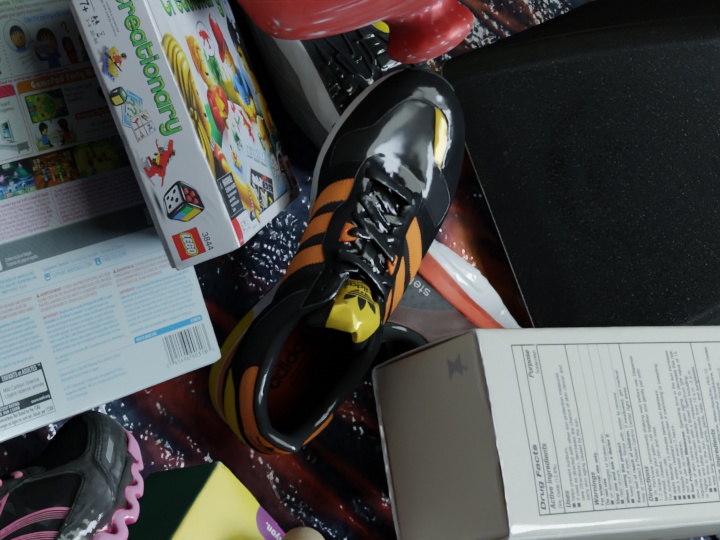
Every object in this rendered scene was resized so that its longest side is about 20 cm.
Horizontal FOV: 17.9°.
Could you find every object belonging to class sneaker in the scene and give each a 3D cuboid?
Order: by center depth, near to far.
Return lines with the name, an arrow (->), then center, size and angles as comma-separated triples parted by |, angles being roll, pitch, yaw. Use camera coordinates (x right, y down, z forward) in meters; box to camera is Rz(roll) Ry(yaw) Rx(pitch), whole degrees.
sneaker -> -0.167, 0.119, 0.958 | 0.095, 0.079, 0.200 | 45, 48, -13
sneaker -> 0.000, 0.000, 1.081 | 0.070, 0.090, 0.200 | 28, 93, -18
sneaker -> -0.030, -0.125, 1.171 | 0.074, 0.079, 0.200 | -25, 82, -25
sneaker -> 0.055, 0.058, 1.216 | 0.082, 0.077, 0.200 | -49, 127, -6

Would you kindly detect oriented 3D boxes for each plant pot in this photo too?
plant pot -> 0.196, -0.068, 1.289 | 0.200, 0.177, 0.200 | -28, 99, -54

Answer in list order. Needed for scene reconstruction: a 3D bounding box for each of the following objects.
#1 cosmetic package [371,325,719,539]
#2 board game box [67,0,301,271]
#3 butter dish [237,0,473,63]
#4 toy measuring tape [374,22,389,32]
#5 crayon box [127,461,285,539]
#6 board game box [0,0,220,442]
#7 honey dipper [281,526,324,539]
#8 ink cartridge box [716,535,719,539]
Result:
cosmetic package -> 0.114, 0.084, 1.119 | 0.200, 0.087, 0.104 | 2, 74, -37
board game box -> -0.077, -0.077, 1.052 | 0.200, 0.035, 0.127 | -57, 126, -79
butter dish -> 0.004, -0.165, 1.059 | 0.148, 0.199, 0.200 | 61, 5, -17
toy measuring tape -> 0.008, -0.222, 1.226 | 0.073, 0.073, 0.201 | -2, 82, -46
crayon box -> -0.061, 0.219, 1.041 | 0.200, 0.058, 0.173 | 52, 49, -23
board game box -> -0.159, -0.032, 1.008 | 0.147, 0.064, 0.201 | -18, 94, -48
honey dipper -> 0.009, 0.141, 1.103 | 0.200, 0.038, 0.038 | 16, 66, -64
ink cartridge box -> 0.301, 0.141, 1.420 | 0.200, 0.083, 0.145 | 50, 48, -24
